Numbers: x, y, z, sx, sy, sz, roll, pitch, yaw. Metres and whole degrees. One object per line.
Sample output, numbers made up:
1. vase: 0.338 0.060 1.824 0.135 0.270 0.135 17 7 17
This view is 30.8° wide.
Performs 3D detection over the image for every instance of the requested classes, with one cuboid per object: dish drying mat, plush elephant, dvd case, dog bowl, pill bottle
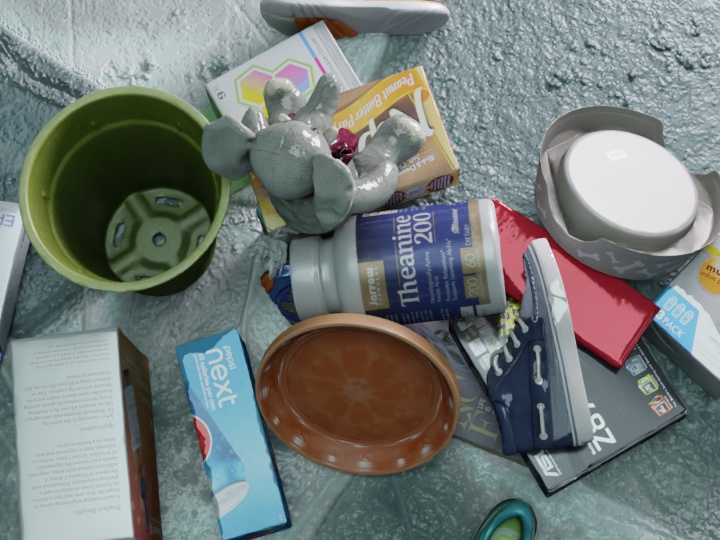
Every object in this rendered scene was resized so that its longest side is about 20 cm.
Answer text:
1. dish drying mat: 0.194 0.012 1.298 0.200 0.018 0.077 35 79 13
2. plush elephant: -0.049 -0.105 1.175 0.164 0.155 0.201 25 71 9
3. dvd case: 0.111 0.097 1.340 0.199 0.016 0.149 21 78 7
4. dog bowl: 0.267 -0.076 1.320 0.199 0.059 0.201 9 50 -10
5. pill bottle: 0.036 -0.003 1.255 0.199 0.111 0.112 -7 75 6

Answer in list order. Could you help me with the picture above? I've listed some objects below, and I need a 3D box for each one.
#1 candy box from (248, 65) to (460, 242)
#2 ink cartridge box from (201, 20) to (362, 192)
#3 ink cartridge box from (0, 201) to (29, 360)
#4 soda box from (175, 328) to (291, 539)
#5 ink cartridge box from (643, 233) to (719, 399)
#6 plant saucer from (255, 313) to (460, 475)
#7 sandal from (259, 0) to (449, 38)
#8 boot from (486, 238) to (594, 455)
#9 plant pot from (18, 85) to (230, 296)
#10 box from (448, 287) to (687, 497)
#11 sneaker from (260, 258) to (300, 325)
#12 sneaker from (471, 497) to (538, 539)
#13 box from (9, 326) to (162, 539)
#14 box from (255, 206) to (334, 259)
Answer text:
1. candy box: -0.013 -0.113 1.294 0.199 0.055 0.116 -18 76 -3
2. ink cartridge box: -0.099 -0.169 1.393 0.199 0.059 0.104 -29 77 -5
3. ink cartridge box: -0.459 0.015 1.369 0.199 0.041 0.201 8 76 4
4. soda box: -0.127 0.167 1.307 0.068 0.064 0.201 -15 75 -2
5. ink cartridge box: 0.389 0.017 1.324 0.115 0.068 0.200 43 81 12
6. plant saucer: -0.002 0.118 1.265 0.199 0.201 0.032 10 39 5
7. sandal: -0.007 -0.293 1.419 0.206 0.079 0.060 0 74 -7
8. boot: 0.159 0.074 1.245 0.090 0.073 0.201 -11 82 4
9. plant pot: -0.215 -0.054 1.301 0.199 0.190 0.201 -1 75 3
10. box: 0.204 0.100 1.304 0.161 0.049 0.201 -28 74 -4
11. sneaker: 0.000 0.000 1.349 0.199 0.075 0.079 -24 87 2
12. sneaker: 0.112 0.309 1.253 0.077 0.080 0.201 23 78 8
13. box: -0.262 0.172 1.265 0.106 0.152 0.201 -7 76 -1
14. box: -0.009 -0.082 1.357 0.199 0.082 0.049 -30 78 -5
